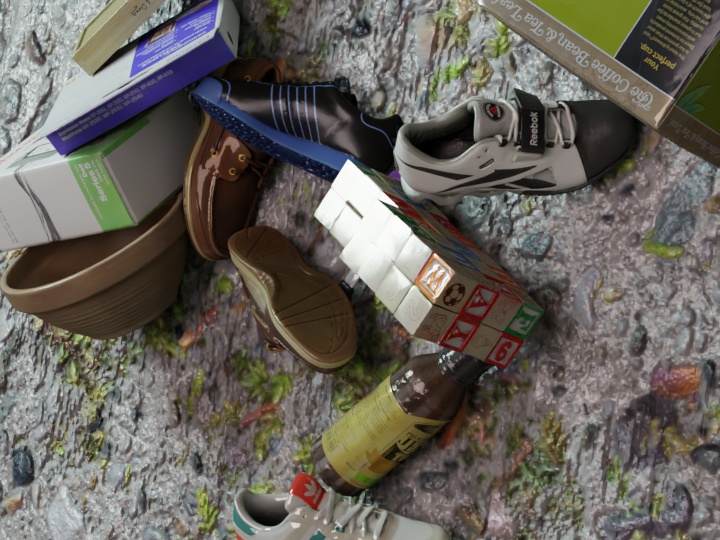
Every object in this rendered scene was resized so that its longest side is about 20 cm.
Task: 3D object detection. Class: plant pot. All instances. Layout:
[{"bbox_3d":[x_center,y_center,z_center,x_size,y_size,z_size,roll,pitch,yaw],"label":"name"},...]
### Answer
[{"bbox_3d":[-0.244,0.004,1.470,0.200,0.201,0.093,-8,117,37],"label":"plant pot"}]

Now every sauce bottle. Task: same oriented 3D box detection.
[{"bbox_3d":[0.042,0.116,1.274,0.200,0.065,0.065,-43,60,26],"label":"sauce bottle"}]

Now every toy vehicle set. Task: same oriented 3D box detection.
[{"bbox_3d":[-0.205,-0.284,1.486,0.200,0.027,0.124,-43,19,12],"label":"toy vehicle set"}]

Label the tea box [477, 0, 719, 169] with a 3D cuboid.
[{"bbox_3d":[0.234,-0.219,1.130,0.200,0.133,0.197,43,105,35],"label":"tea box"}]

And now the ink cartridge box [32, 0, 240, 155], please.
[{"bbox_3d":[-0.207,-0.183,1.423,0.197,0.044,0.200,-28,20,10],"label":"ink cartridge box"}]

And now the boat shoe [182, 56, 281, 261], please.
[{"bbox_3d":[-0.119,-0.109,1.431,0.067,0.072,0.202,4,83,40],"label":"boat shoe"}]

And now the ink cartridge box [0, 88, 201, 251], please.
[{"bbox_3d":[-0.269,-0.100,1.493,0.199,0.146,0.084,-8,117,36],"label":"ink cartridge box"}]

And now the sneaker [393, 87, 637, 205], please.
[{"bbox_3d":[0.123,-0.105,1.197,0.199,0.089,0.075,-13,63,7],"label":"sneaker"}]

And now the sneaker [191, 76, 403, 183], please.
[{"bbox_3d":[-0.055,-0.142,1.368,0.199,0.070,0.078,27,78,13],"label":"sneaker"}]

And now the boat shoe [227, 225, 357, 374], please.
[{"bbox_3d":[-0.062,0.039,1.360,0.200,0.072,0.072,46,146,43],"label":"boat shoe"}]

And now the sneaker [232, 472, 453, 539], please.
[{"bbox_3d":[-0.022,0.219,1.266,0.198,0.070,0.094,-4,118,26],"label":"sneaker"}]

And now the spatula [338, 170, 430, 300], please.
[{"bbox_3d":[0.000,0.000,1.353,0.057,0.020,0.201,44,110,32],"label":"spatula"}]

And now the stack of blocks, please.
[{"bbox_3d":[0.043,-0.012,1.210,0.059,0.115,0.200,-56,44,13],"label":"stack of blocks"}]
